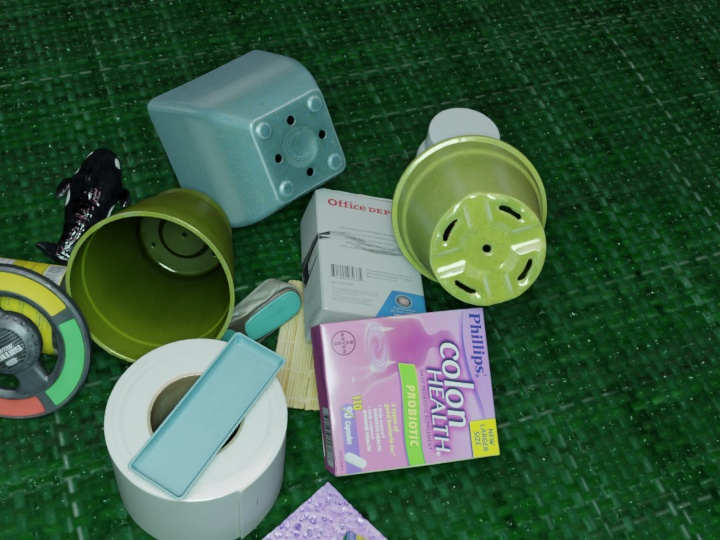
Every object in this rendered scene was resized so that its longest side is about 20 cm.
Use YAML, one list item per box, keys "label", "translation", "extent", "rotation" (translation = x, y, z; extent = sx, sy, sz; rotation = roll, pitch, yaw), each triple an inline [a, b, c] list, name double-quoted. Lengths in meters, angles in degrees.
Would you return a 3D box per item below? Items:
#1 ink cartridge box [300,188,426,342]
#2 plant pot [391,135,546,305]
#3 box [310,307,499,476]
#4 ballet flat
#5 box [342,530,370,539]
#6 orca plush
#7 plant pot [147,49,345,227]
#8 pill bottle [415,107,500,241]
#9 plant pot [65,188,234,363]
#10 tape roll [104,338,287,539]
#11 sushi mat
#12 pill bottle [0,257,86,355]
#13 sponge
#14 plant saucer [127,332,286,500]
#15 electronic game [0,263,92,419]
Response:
- label: "ink cartridge box"
  translation: [0.000, 0.000, 1.285]
  extent: [0.144, 0.084, 0.201]
  rotation: [9, 52, -19]
- label: "plant pot"
  translation: [0.142, -0.048, 1.151]
  extent: [0.200, 0.201, 0.184]
  rotation: [5, 17, -3]
- label: "box"
  translation: [0.051, 0.143, 1.151]
  extent: [0.199, 0.097, 0.177]
  rotation: [-5, 85, -11]
- label: "ballet flat"
  translation: [-0.164, 0.079, 1.248]
  extent: [0.200, 0.068, 0.064]
  rotation: [-36, 37, -25]
- label: "box"
  translation: [0.067, 0.356, 1.016]
  extent: [0.200, 0.117, 0.048]
  rotation: [26, 98, -5]
- label: "orca plush"
  translation: [-0.392, -0.108, 1.342]
  extent: [0.105, 0.071, 0.200]
  rotation: [24, 55, 11]
- label: "plant pot"
  translation: [-0.131, -0.172, 1.295]
  extent: [0.196, 0.196, 0.200]
  rotation: [-33, 27, -26]
- label: "pill bottle"
  translation: [0.127, -0.121, 1.333]
  extent: [0.114, 0.200, 0.114]
  rotation: [3, 54, -4]
- label: "plant pot"
  translation: [-0.242, -0.014, 1.209]
  extent: [0.200, 0.201, 0.193]
  rotation: [8, 24, -1]
- label: "tape roll"
  translation: [-0.185, 0.198, 1.102]
  extent: [0.202, 0.139, 0.203]
  rotation: [3, 53, -4]
- label: "sushi mat"
  translation: [-0.063, 0.097, 1.267]
  extent: [0.095, 0.012, 0.201]
  rotation: [7, 53, -1]
- label: "pill bottle"
  translation: [-0.442, 0.041, 1.201]
  extent: [0.199, 0.114, 0.115]
  rotation: [8, 53, 0]
- label: "sponge"
  translation: [-0.070, 0.341, 1.079]
  extent: [0.200, 0.030, 0.112]
  rotation: [-37, 66, -28]
- label: "plant saucer"
  translation: [-0.162, 0.156, 1.039]
  extent: [0.070, 0.019, 0.200]
  rotation: [28, 56, 13]
- label: "electronic game"
  translation: [-0.417, 0.086, 1.134]
  extent: [0.199, 0.201, 0.042]
  rotation: [7, 21, -1]
